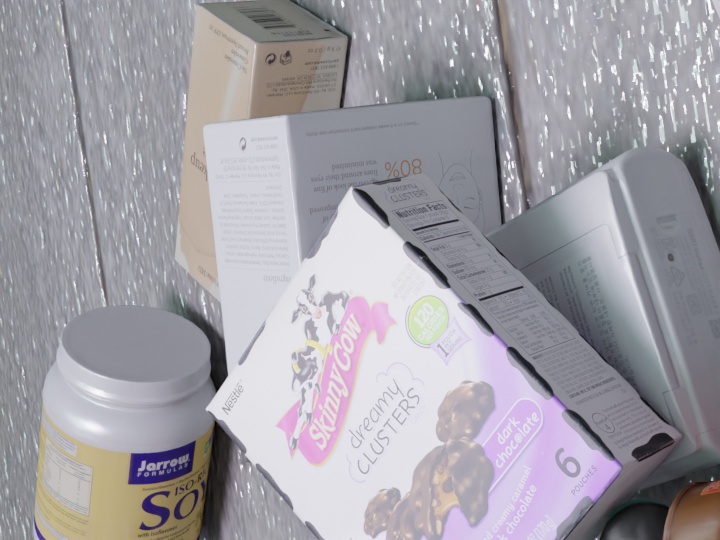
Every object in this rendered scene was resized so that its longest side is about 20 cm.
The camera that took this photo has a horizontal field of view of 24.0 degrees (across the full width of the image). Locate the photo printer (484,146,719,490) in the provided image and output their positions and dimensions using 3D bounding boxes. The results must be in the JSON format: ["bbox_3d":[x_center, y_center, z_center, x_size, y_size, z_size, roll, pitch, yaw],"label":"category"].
[{"bbox_3d":[0.121,0.044,0.934,0.200,0.069,0.168,-33,71,55],"label":"photo printer"}]

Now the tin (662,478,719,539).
[{"bbox_3d":[0.201,0.195,0.802,0.042,0.112,0.202,-21,83,32],"label":"tin"}]

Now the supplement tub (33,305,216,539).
[{"bbox_3d":[-0.195,0.146,1.402,0.145,0.144,0.202,42,131,46],"label":"supplement tub"}]

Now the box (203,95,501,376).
[{"bbox_3d":[0.000,0.000,1.044,0.106,0.151,0.202,4,100,57],"label":"box"}]

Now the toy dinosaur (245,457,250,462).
[{"bbox_3d":[-0.028,0.129,1.187,0.102,0.077,0.202,20,127,29],"label":"toy dinosaur"}]

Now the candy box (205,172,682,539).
[{"bbox_3d":[0.036,0.079,0.879,0.200,0.071,0.168,46,121,20],"label":"candy box"}]

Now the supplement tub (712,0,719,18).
[{"bbox_3d":[0.236,-0.153,0.636,0.200,0.139,0.142,-44,61,54],"label":"supplement tub"}]

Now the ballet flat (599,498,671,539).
[{"bbox_3d":[0.172,0.207,0.846,0.069,0.067,0.201,-92,-20,-61],"label":"ballet flat"}]

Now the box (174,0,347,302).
[{"bbox_3d":[-0.074,-0.084,1.213,0.095,0.077,0.202,36,127,48],"label":"box"}]
